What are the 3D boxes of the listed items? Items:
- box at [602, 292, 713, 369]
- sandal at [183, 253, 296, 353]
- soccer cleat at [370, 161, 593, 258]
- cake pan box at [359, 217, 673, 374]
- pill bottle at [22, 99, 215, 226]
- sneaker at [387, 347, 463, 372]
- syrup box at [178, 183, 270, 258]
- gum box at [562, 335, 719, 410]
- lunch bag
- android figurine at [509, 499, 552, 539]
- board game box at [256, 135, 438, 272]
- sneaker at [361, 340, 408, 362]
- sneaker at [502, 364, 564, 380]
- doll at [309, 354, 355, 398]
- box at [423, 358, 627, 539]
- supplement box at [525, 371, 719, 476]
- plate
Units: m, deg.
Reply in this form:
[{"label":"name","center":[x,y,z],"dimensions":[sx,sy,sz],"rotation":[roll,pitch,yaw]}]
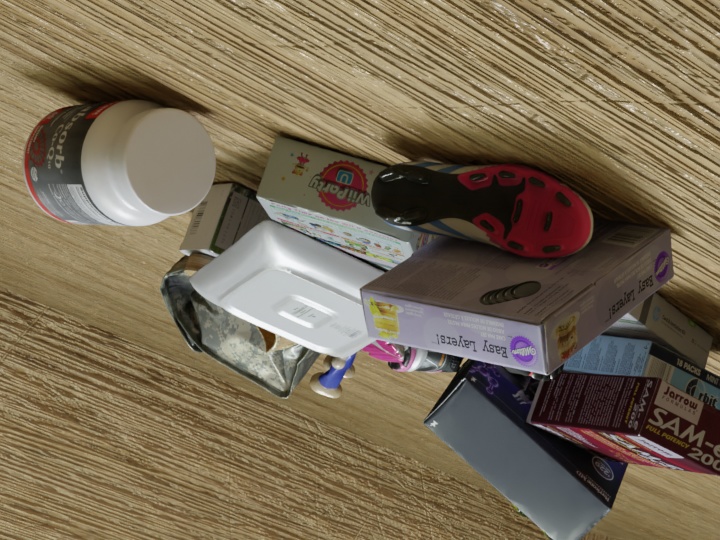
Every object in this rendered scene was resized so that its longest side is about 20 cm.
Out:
[{"label":"box","center":[0.235,0.039,1.524],"dimensions":[0.155,0.041,0.200],"rotation":[10,165,41]},{"label":"sandal","center":[-0.099,0.053,1.665],"dimensions":[0.210,0.070,0.078],"rotation":[23,168,-18]},{"label":"soccer cleat","center":[0.105,-0.055,1.260],"dimensions":[0.199,0.070,0.086],"rotation":[12,-173,29]},{"label":"cake pan box","center":[0.129,0.007,1.251],"dimensions":[0.183,0.053,0.200],"rotation":[11,-150,38]},{"label":"pill bottle","center":[-0.224,-0.100,1.442],"dimensions":[0.115,0.117,0.199],"rotation":[27,166,-34]},{"label":"sneaker","center":[0.072,0.079,1.779],"dimensions":[0.086,0.081,0.200],"rotation":[15,-163,-11]},{"label":"syrup box","center":[-0.086,-0.019,1.689],"dimensions":[0.199,0.079,0.081],"rotation":[25,167,-29]},{"label":"gum box","center":[0.277,0.112,1.585],"dimensions":[0.169,0.045,0.199],"rotation":[25,169,-33]},{"label":"lunch bag","center":[-0.130,0.038,1.824],"dimensions":[0.199,0.118,0.164],"rotation":[29,-157,4]},{"label":"android figurine","center":[0.155,0.214,1.727],"dimensions":[0.182,0.041,0.200],"rotation":[42,-175,-42]},{"label":"board game box","center":[-0.006,-0.049,1.452],"dimensions":[0.146,0.065,0.200],"rotation":[17,170,9]},{"label":"sneaker","center":[0.000,0.000,1.630],"dimensions":[0.081,0.088,0.200],"rotation":[3,135,51]},{"label":"sneaker","center":[0.151,0.033,1.339],"dimensions":[0.086,0.074,0.200],"rotation":[18,-152,26]},{"label":"doll","center":[-0.006,0.071,1.839],"dimensions":[0.048,0.137,0.201],"rotation":[29,134,5]},{"label":"box","center":[0.179,0.175,1.625],"dimensions":[0.200,0.079,0.141],"rotation":[41,-150,1]},{"label":"supplement box","center":[0.260,0.145,1.495],"dimensions":[0.108,0.061,0.200],"rotation":[26,167,-21]},{"label":"plate","center":[-0.052,0.030,1.539],"dimensions":[0.199,0.033,0.199],"rotation":[25,152,-20]}]
